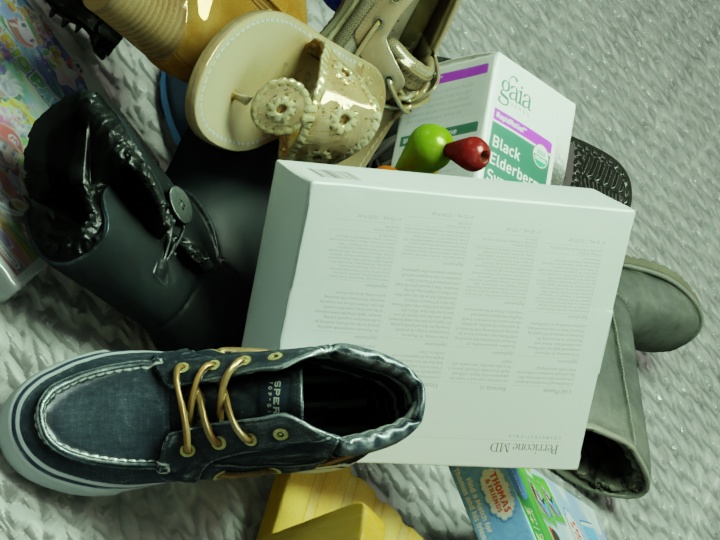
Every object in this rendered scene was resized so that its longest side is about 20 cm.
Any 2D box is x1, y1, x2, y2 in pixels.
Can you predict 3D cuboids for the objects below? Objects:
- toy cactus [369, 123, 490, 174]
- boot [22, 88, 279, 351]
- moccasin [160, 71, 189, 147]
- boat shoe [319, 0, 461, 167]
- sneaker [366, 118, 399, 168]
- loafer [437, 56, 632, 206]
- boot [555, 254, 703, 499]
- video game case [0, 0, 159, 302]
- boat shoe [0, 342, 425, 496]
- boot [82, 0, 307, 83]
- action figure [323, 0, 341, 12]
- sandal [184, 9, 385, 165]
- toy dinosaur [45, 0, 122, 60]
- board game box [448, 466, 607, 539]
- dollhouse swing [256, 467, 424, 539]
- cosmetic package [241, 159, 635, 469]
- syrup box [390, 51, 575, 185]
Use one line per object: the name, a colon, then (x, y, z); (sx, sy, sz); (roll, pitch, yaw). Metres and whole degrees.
toy cactus: (0.000, 0.000, 1.450); (0.164, 0.201, 0.102); (26, 26, 35)
boot: (-0.106, -0.049, 1.357); (0.168, 0.076, 0.201); (48, 34, -44)
moccasin: (-0.077, -0.134, 1.548); (0.080, 0.068, 0.201); (37, 32, -32)
boat shoe: (0.012, -0.128, 1.556); (0.064, 0.201, 0.071); (32, 17, 37)
sneaker: (0.050, -0.046, 1.651); (0.200, 0.074, 0.089); (51, 25, -7)
loafer: (0.093, -0.077, 1.777); (0.199, 0.071, 0.073); (31, 56, -16)
boot: (0.178, 0.070, 1.735); (0.181, 0.073, 0.201); (22, 33, -27)
video game case: (-0.191, -0.077, 1.353); (0.143, 0.018, 0.200); (52, 26, -6)
boat shoe: (-0.070, 0.065, 1.228); (0.199, 0.091, 0.071); (-2, 77, -26)
boot: (-0.083, -0.195, 1.403); (0.144, 0.070, 0.203); (29, 62, -45)
action figure: (-0.046, -0.219, 1.565); (0.199, 0.065, 0.100); (13, 51, -51)
sandal: (-0.015, -0.092, 1.379); (0.069, 0.078, 0.211); (18, 6, 22)
toy dinosaur: (-0.175, -0.193, 1.445); (0.135, 0.102, 0.200); (37, 37, -10)
board game box: (0.124, 0.194, 1.490); (0.152, 0.036, 0.200); (68, 12, 23)
dollhouse swing: (0.043, 0.177, 1.300); (0.200, 0.181, 0.176); (45, 47, -18)
cosmetic package: (0.038, 0.026, 1.354); (0.199, 0.152, 0.052); (5, 13, -28)
syrup box: (0.066, -0.025, 1.561); (0.079, 0.081, 0.201); (29, 64, -40)
